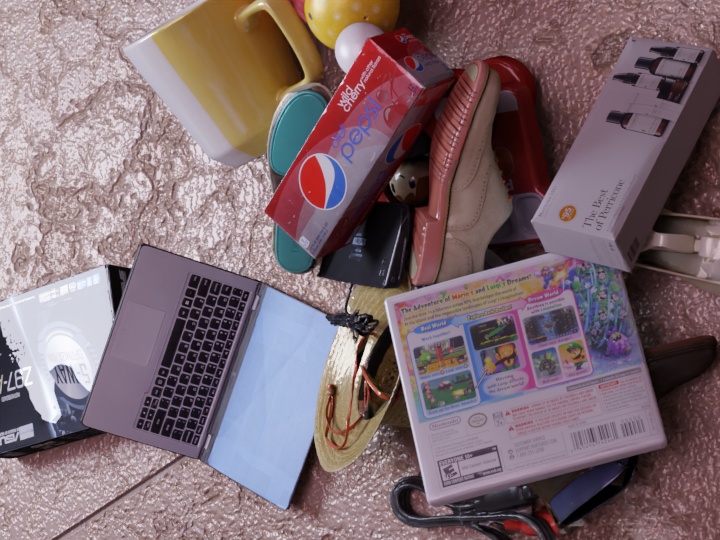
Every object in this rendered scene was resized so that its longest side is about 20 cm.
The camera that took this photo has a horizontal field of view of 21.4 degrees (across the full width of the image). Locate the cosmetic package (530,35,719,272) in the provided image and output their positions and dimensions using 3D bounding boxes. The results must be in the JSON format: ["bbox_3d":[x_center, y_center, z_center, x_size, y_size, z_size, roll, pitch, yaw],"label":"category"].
[{"bbox_3d":[0.223,-0.100,1.580,0.082,0.051,0.201,13,63,36],"label":"cosmetic package"}]

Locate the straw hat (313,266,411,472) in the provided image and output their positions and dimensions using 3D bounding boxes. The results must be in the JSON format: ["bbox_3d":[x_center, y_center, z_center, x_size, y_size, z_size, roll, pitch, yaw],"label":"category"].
[{"bbox_3d":[0.037,0.094,1.705,0.201,0.085,0.202,126,153,-43],"label":"straw hat"}]

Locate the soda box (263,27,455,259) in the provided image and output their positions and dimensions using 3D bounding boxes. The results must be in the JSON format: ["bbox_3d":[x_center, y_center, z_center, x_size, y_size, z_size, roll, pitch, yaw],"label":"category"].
[{"bbox_3d":[-0.001,-0.109,1.646,0.070,0.063,0.200,43,121,15],"label":"soda box"}]

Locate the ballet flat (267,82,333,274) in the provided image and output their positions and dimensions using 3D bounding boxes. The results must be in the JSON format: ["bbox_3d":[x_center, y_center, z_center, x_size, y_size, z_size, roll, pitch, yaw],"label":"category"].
[{"bbox_3d":[-0.053,-0.092,1.772,0.067,0.062,0.201,13,121,7],"label":"ballet flat"}]

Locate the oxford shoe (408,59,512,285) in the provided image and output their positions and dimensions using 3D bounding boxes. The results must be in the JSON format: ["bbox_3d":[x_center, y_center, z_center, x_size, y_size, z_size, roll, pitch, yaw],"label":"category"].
[{"bbox_3d":[0.095,-0.079,1.611,0.071,0.073,0.201,-105,26,-64],"label":"oxford shoe"}]

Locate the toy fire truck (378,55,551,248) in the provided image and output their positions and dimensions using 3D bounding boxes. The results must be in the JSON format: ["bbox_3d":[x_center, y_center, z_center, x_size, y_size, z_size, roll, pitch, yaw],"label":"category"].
[{"bbox_3d":[0.078,-0.094,1.705,0.199,0.112,0.169,-8,98,34],"label":"toy fire truck"}]

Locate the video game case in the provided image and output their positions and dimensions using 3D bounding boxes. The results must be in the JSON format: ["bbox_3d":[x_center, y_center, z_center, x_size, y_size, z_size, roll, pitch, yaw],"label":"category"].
[{"bbox_3d":[0.133,0.082,1.562,0.199,0.024,0.183,-15,67,7],"label":"video game case"}]

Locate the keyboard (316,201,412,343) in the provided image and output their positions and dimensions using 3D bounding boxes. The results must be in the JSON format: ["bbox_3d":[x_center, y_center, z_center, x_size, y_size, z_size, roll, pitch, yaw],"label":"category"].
[{"bbox_3d":[0.000,0.000,1.723,0.200,0.020,0.128,-170,95,-72],"label":"keyboard"}]

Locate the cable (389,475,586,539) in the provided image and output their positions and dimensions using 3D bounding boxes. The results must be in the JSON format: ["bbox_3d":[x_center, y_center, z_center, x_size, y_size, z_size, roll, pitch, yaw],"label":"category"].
[{"bbox_3d":[0.115,0.214,1.681,0.199,0.050,0.098,-17,79,43],"label":"cable"}]

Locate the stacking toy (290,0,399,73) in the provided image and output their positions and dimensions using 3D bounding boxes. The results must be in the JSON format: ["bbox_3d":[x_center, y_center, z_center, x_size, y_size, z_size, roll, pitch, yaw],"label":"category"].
[{"bbox_3d":[-0.008,-0.248,1.717,0.146,0.146,0.201,-40,41,23],"label":"stacking toy"}]

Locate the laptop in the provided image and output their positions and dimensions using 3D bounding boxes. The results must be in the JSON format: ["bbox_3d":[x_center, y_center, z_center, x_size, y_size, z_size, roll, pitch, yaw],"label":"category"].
[{"bbox_3d":[-0.140,0.100,1.813,0.116,0.199,0.189,-142,71,-74],"label":"laptop"}]

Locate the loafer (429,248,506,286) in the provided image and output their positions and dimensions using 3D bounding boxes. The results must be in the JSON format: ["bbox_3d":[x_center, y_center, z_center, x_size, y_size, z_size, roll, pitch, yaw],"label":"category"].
[{"bbox_3d":[0.112,0.041,1.658,0.200,0.070,0.070,46,132,22],"label":"loafer"}]

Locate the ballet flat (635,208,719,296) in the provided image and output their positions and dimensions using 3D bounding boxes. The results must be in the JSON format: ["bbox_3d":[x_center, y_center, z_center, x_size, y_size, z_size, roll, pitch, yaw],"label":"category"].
[{"bbox_3d":[0.278,-0.017,1.576,0.199,0.069,0.070,11,90,34],"label":"ballet flat"}]

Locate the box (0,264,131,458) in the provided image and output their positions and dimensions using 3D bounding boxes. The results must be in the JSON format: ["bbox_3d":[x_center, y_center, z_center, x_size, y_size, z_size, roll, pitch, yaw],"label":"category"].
[{"bbox_3d":[-0.312,0.097,1.972,0.199,0.043,0.161,-16,74,31],"label":"box"}]

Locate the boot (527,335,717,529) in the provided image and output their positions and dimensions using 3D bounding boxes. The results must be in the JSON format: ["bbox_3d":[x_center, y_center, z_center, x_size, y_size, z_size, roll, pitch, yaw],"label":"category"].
[{"bbox_3d":[0.222,0.133,1.583,0.199,0.075,0.097,-29,68,15],"label":"boot"}]

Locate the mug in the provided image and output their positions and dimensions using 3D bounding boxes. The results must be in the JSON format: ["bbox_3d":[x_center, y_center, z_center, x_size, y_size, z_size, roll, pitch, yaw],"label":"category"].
[{"bbox_3d":[-0.122,-0.182,1.797,0.149,0.187,0.154,-31,100,-5],"label":"mug"}]
